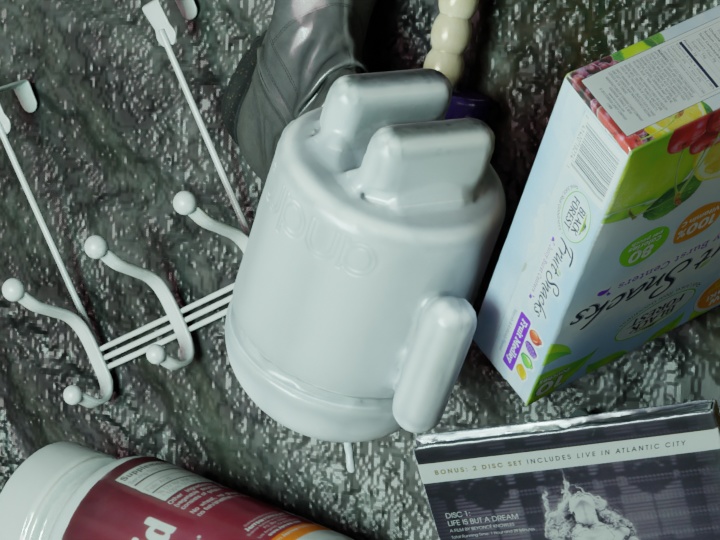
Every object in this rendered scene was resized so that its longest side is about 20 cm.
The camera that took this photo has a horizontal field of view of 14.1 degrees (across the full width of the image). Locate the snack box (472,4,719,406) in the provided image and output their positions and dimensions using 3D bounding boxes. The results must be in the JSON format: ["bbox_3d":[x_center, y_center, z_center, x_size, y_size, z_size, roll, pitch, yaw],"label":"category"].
[{"bbox_3d":[0.138,-0.036,1.327,0.053,0.142,0.200,53,151,23],"label":"snack box"}]

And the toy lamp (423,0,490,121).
[{"bbox_3d":[0.051,-0.144,1.489,0.058,0.058,0.201,18,103,34],"label":"toy lamp"}]

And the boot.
[{"bbox_3d":[-0.009,-0.113,1.492,0.132,0.069,0.201,-115,36,-54],"label":"boot"}]

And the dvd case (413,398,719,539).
[{"bbox_3d":[0.120,0.158,1.396,0.148,0.016,0.201,-8,116,19],"label":"dvd case"}]

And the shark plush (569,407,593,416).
[{"bbox_3d":[0.085,0.170,1.492,0.083,0.090,0.201,-117,39,-46],"label":"shark plush"}]

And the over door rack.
[{"bbox_3d":[-0.138,-0.039,1.624,0.147,0.066,0.201,-24,78,33],"label":"over door rack"}]

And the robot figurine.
[{"bbox_3d":[0.000,0.000,1.393,0.170,0.112,0.201,55,139,42],"label":"robot figurine"}]

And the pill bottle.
[{"bbox_3d":[-0.100,0.167,1.573,0.199,0.114,0.115,18,102,34],"label":"pill bottle"}]
